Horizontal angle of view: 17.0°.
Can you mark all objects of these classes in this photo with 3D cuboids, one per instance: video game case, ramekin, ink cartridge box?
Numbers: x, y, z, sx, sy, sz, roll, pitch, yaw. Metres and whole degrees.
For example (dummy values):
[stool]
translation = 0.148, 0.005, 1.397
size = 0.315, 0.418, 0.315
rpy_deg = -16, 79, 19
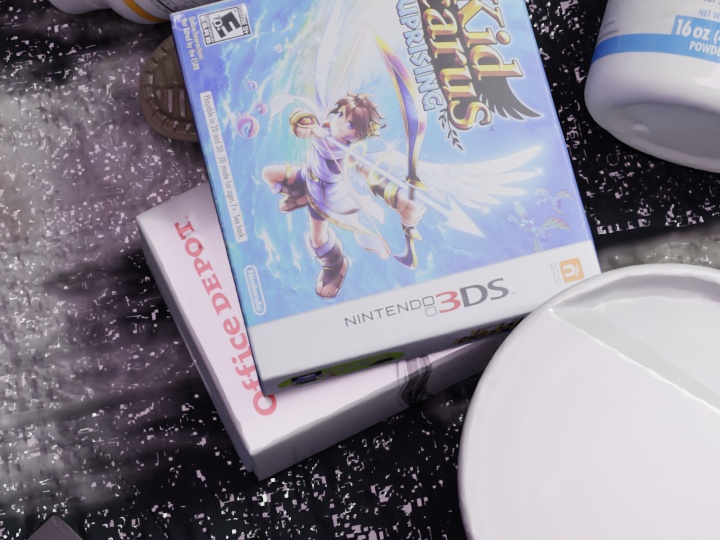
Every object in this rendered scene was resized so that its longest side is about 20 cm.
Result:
[video game case]
translation = 0.013, -0.056, 1.230
size = 0.180, 0.045, 0.201
rpy_deg = -14, 78, -4
[ramekin]
translation = 0.147, 0.104, 1.183
size = 0.201, 0.094, 0.204
rpy_deg = 0, 77, 2
[ink cartridge box]
translation = 0.000, 0.000, 1.284
size = 0.199, 0.086, 0.147
rpy_deg = -26, 79, -7

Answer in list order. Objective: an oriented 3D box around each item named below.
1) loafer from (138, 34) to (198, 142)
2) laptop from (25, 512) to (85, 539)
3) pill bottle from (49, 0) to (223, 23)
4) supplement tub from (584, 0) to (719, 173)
[loafer]
translation = -0.023, -0.109, 1.319
size = 0.199, 0.068, 0.076
rpy_deg = -12, 74, 14
[laptop]
translation = -0.170, 0.249, 1.219
size = 0.177, 0.103, 0.200
rpy_deg = 44, 81, 8
[pill bottle]
translation = -0.080, -0.196, 1.287
size = 0.199, 0.109, 0.110
rpy_deg = -11, 76, 27
[supplement tub]
translation = 0.205, -0.163, 1.297
size = 0.131, 0.132, 0.201
rpy_deg = 15, 79, 3
